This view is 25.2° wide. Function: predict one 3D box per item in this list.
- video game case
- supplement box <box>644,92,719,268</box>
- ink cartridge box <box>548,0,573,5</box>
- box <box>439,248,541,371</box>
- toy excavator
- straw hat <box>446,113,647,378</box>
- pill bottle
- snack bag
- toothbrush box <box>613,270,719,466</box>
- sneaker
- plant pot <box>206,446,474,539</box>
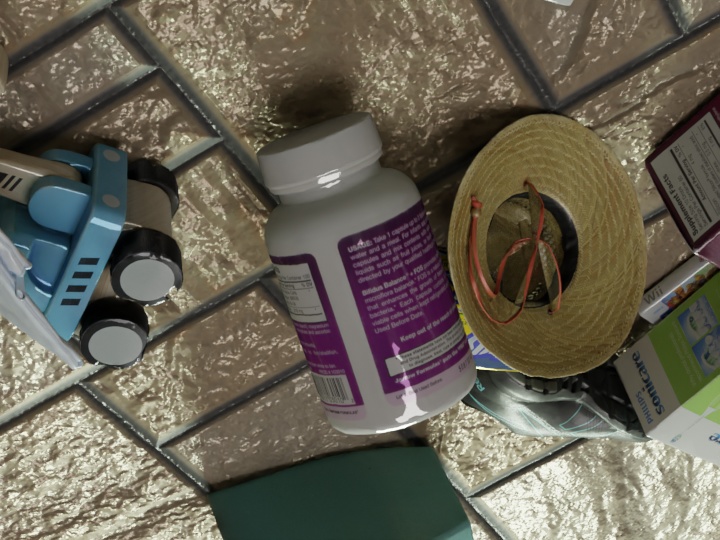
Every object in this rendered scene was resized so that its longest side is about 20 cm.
[{"bbox_3d":[0.344,-0.001,1.340,0.200,0.018,0.143,-40,134,22],"label":"video game case"},{"bbox_3d":[0.333,-0.088,1.180,0.130,0.104,0.200,24,124,-39],"label":"supplement box"},{"bbox_3d":[0.081,-0.273,0.862,0.144,0.145,0.201,9,131,-28],"label":"ink cartridge box"},{"bbox_3d":[0.062,0.029,1.235,0.198,0.065,0.070,6,133,-26],"label":"box"},{"bbox_3d":[-0.210,-0.046,1.045,0.199,0.100,0.195,15,128,-21],"label":"toy excavator"},{"bbox_3d":[0.112,-0.014,1.176,0.200,0.203,0.085,20,163,-35],"label":"straw hat"},{"bbox_3d":[0.000,0.000,1.094,0.111,0.112,0.201,-18,103,0],"label":"pill bottle"},{"bbox_3d":[-0.256,-0.032,0.979,0.021,0.188,0.200,-46,138,-16],"label":"snack bag"},{"bbox_3d":[0.336,0.067,1.331,0.145,0.086,0.200,22,124,-37],"label":"toothbrush box"},{"bbox_3d":[0.170,0.105,1.363,0.199,0.076,0.079,22,139,-28],"label":"sneaker"},{"bbox_3d":[-0.007,0.244,1.388,0.199,0.142,0.142,-23,139,-7],"label":"plant pot"}]
